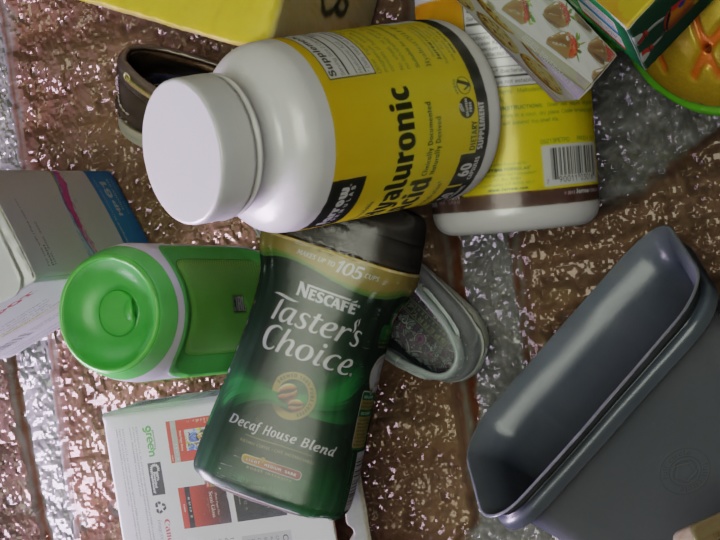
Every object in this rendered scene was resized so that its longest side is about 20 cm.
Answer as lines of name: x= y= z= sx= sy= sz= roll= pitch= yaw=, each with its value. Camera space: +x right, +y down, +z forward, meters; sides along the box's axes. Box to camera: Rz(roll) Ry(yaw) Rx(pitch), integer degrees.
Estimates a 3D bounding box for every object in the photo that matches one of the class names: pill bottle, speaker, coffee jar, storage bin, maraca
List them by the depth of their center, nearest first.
pill bottle: x=-0.023 y=-0.083 z=1.107 sx=0.111 sy=0.199 sz=0.113 roll=19 pitch=115 yaw=48
maraca: x=0.211 y=-0.171 z=1.177 sx=0.199 sy=0.107 sz=0.138 roll=24 pitch=97 yaw=40
coffee jar: x=-0.029 y=0.047 z=1.190 sx=0.103 sy=0.085 sz=0.202 roll=17 pitch=93 yaw=10
storage bin: x=0.181 y=0.095 z=1.193 sx=0.134 sy=0.146 sz=0.200 roll=37 pitch=104 yaw=-17
pill bottle: x=0.092 y=-0.126 z=1.209 sx=0.108 sy=0.109 sz=0.202 roll=-4 pitch=92 yaw=17
speaker: x=-0.112 y=0.026 z=1.228 sx=0.088 sy=0.200 sz=0.090 roll=0 pitch=90 yaw=23

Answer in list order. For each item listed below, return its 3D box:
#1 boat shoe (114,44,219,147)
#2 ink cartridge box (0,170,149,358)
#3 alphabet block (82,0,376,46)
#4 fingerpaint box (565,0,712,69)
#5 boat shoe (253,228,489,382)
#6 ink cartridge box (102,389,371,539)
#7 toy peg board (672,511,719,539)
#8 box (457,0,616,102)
boat shoe: x=-0.076 y=-0.100 z=1.275 sx=0.198 sy=0.072 sz=0.060 roll=20 pitch=141 yaw=18
ink cartridge box: x=-0.246 y=0.000 z=1.271 sx=0.144 sy=0.200 sz=0.085 roll=-30 pitch=85 yaw=16
alphabet block: x=-0.091 y=-0.249 z=1.209 sx=0.195 sy=0.200 sz=0.197 roll=15 pitch=98 yaw=15
fingerpaint box: x=0.150 y=-0.248 z=1.113 sx=0.167 sy=0.073 sz=0.200 roll=-46 pitch=67 yaw=2
boat shoe: x=0.000 y=0.001 z=1.263 sx=0.200 sy=0.071 sz=0.070 roll=39 pitch=103 yaw=11
ink cartridge box: x=-0.066 y=0.180 z=1.288 sx=0.174 sy=0.084 sz=0.202 roll=-9 pitch=91 yaw=15
toy peg board: x=0.269 y=0.236 z=1.147 sx=0.098 sy=0.199 sz=0.201 roll=-37 pitch=72 yaw=45
box: x=0.068 y=-0.182 z=1.123 sx=0.200 sy=0.041 sz=0.039 roll=44 pitch=79 yaw=-14
